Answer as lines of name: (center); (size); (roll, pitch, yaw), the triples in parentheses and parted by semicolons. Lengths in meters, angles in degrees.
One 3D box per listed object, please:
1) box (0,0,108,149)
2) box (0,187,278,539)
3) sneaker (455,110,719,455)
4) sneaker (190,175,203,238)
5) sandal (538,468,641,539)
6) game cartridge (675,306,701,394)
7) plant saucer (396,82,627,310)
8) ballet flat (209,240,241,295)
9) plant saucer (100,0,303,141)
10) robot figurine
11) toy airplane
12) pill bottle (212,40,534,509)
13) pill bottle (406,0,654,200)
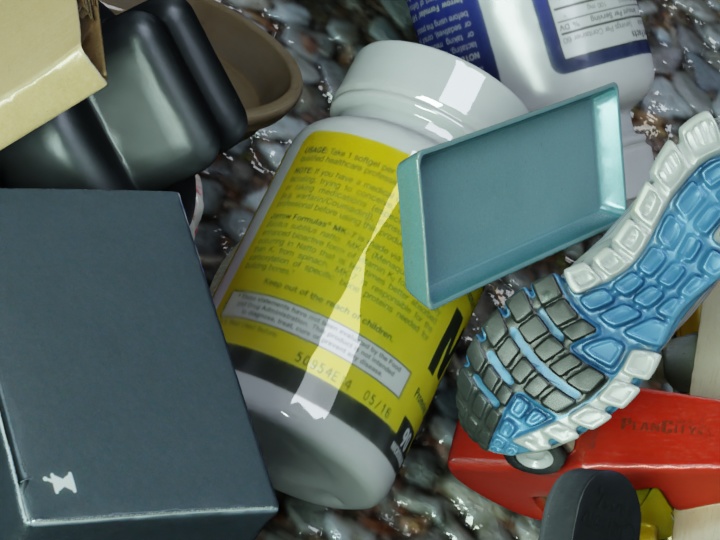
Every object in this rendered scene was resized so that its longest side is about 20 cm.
box: (-0.192, -0.069, 1.032); (0.021, 0.200, 0.164); (54, 12, -32)
box: (-0.136, 0.082, 1.032); (0.107, 0.200, 0.149); (0, 57, -31)
sneaker: (0.127, 0.014, 1.225); (0.075, 0.200, 0.087); (46, 0, 10)
sneaker: (-0.110, 0.000, 1.210); (0.105, 0.075, 0.200); (-1, 52, -30)
sandal: (0.101, 0.189, 1.160); (0.076, 0.043, 0.200); (10, 84, -52)
game cartridge: (0.255, 0.087, 1.437); (0.176, 0.032, 0.200); (21, 43, -20)
plant saucer: (0.071, -0.037, 1.188); (0.200, 0.019, 0.070); (-23, 111, -57)
ballet flat: (-0.005, -0.020, 1.312); (0.067, 0.062, 0.200); (46, 43, 6)
plant saucer: (-0.126, -0.109, 1.272); (0.200, 0.030, 0.200); (17, 23, -7)
robot figurine: (-0.151, -0.045, 1.094); (0.150, 0.200, 0.125); (35, 36, -54)
toy airplane: (0.170, 0.103, 1.279); (0.200, 0.141, 0.199); (-31, 55, -18)
pill bottle: (0.000, 0.000, 1.210); (0.114, 0.114, 0.200); (30, 71, -11)
pill bottle: (0.091, -0.127, 1.396); (0.120, 0.120, 0.200); (-16, 91, -42)
